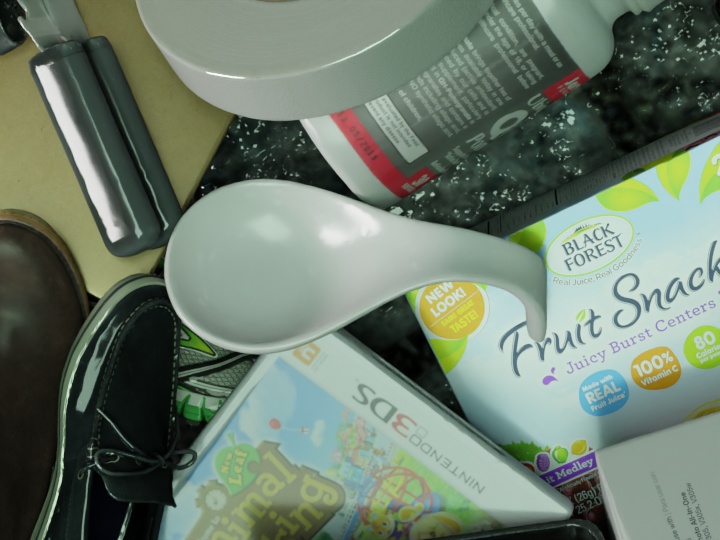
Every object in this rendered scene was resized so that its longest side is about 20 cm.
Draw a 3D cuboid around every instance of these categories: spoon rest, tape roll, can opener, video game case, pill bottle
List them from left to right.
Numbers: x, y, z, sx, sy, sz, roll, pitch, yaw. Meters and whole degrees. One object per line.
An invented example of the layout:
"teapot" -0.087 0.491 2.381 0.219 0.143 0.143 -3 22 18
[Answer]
"can opener" -0.155 -0.098 1.246 0.066 0.053 0.200 -30 86 29
"tape roll" -0.018 -0.166 1.206 0.203 0.203 0.037 -24 139 9
"video game case" -0.018 0.148 1.272 0.182 0.022 0.200 37 101 -3
"spoon rest" 0.000 0.000 1.219 0.200 0.061 0.100 3 62 -4
"pill bottle" 0.062 -0.128 1.242 0.200 0.111 0.111 -33 99 11

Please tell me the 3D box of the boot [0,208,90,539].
"boot" -0.190 0.088 1.213 0.072 0.166 0.200 8 121 4

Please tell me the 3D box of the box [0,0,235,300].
"box" -0.148 -0.099 1.276 0.163 0.021 0.200 27 84 -1

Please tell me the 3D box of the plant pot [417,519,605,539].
"plant pot" 0.046 0.266 1.195 0.199 0.200 0.178 -7 124 -11

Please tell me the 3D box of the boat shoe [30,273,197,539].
"boat shoe" -0.123 0.102 1.236 0.062 0.075 0.200 14 89 41

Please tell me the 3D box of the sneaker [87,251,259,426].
"sneaker" -0.100 0.033 1.307 0.200 0.078 0.085 15 103 1

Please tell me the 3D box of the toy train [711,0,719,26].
"toy train" 0.253 -0.078 1.239 0.085 0.114 0.200 -32 100 7

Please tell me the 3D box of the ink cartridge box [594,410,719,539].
"ink cartridge box" 0.231 0.129 1.254 0.200 0.146 0.084 -17 56 0

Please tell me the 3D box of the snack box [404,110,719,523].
"snack box" 0.146 0.031 1.294 0.200 0.068 0.169 -25 101 8
